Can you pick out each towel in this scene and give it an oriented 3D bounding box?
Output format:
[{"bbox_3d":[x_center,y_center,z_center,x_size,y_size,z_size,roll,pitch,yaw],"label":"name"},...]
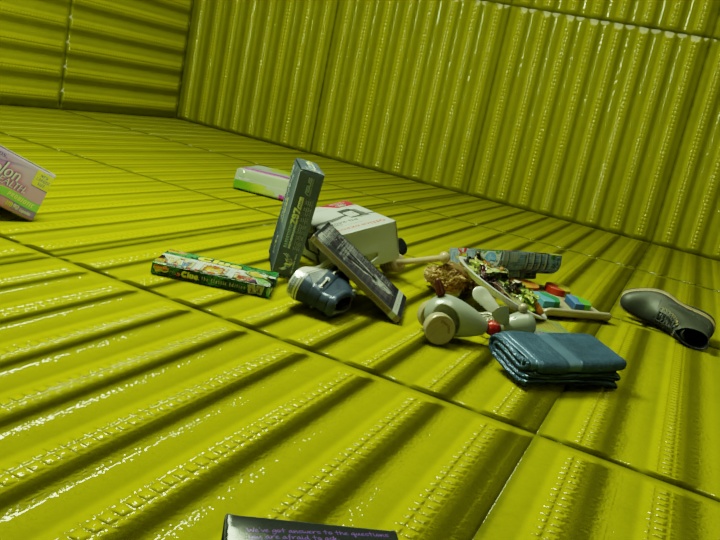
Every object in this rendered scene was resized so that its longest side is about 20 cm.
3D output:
[{"bbox_3d":[0.296,0.134,1.180,0.198,0.049,0.112,3,25,-27],"label":"towel"},{"bbox_3d":[0.310,0.117,1.344,0.142,0.023,0.200,11,14,-10],"label":"towel"}]

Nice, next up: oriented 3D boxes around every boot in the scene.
[{"bbox_3d":[-0.042,0.032,1.304,0.090,0.073,0.200,31,21,16],"label":"boot"},{"bbox_3d":[0.634,0.098,1.619,0.198,0.078,0.138,16,19,22],"label":"boot"}]

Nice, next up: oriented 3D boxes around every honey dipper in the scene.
[{"bbox_3d":[0.108,-0.021,1.541,0.038,0.038,0.199,3,-7,-34],"label":"honey dipper"}]

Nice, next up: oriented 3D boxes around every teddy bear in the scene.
[{"bbox_3d":[0.191,0.023,1.562,0.144,0.067,0.200,23,7,-3],"label":"teddy bear"}]

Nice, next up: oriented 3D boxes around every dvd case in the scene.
[{"bbox_3d":[0.000,0.000,1.346,0.200,0.016,0.149,43,13,-3],"label":"dvd case"}]

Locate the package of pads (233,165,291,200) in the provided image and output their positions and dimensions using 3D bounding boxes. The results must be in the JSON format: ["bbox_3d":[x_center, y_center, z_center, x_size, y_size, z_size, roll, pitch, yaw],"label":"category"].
[{"bbox_3d":[-0.252,-0.257,2.286,0.198,0.069,0.154,16,14,13],"label":"package of pads"}]

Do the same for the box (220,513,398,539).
[{"bbox_3d":[-0.024,0.224,0.363,0.105,0.124,0.200,9,13,-10],"label":"box"}]

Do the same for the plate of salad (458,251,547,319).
[{"bbox_3d":[0.271,0.024,1.458,0.199,0.048,0.200,32,13,-8],"label":"plate of salad"}]

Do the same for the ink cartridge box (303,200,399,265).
[{"bbox_3d":[-0.034,-0.071,1.586,0.144,0.084,0.199,-16,24,-29],"label":"ink cartridge box"}]

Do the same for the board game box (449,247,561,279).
[{"bbox_3d":[0.307,-0.015,1.733,0.198,0.062,0.200,3,1,-20],"label":"board game box"}]

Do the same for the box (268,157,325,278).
[{"bbox_3d":[-0.123,-0.101,1.463,0.050,0.202,0.158,14,13,-13],"label":"box"}]

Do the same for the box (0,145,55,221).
[{"bbox_3d":[-0.692,-0.190,1.411,0.199,0.097,0.176,21,-8,35],"label":"box"}]

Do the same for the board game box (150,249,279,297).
[{"bbox_3d":[-0.241,0.004,1.312,0.198,0.024,0.105,12,11,-2],"label":"board game box"}]

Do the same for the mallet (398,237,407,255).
[{"bbox_3d":[0.020,-0.025,1.642,0.066,0.042,0.199,-22,0,42],"label":"mallet"}]

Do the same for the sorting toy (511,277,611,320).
[{"bbox_3d":[0.404,0.056,1.650,0.183,0.037,0.200,6,15,-26],"label":"sorting toy"}]

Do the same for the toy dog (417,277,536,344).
[{"bbox_3d":[0.182,0.059,1.258,0.198,0.097,0.132,-5,16,-29],"label":"toy dog"}]
